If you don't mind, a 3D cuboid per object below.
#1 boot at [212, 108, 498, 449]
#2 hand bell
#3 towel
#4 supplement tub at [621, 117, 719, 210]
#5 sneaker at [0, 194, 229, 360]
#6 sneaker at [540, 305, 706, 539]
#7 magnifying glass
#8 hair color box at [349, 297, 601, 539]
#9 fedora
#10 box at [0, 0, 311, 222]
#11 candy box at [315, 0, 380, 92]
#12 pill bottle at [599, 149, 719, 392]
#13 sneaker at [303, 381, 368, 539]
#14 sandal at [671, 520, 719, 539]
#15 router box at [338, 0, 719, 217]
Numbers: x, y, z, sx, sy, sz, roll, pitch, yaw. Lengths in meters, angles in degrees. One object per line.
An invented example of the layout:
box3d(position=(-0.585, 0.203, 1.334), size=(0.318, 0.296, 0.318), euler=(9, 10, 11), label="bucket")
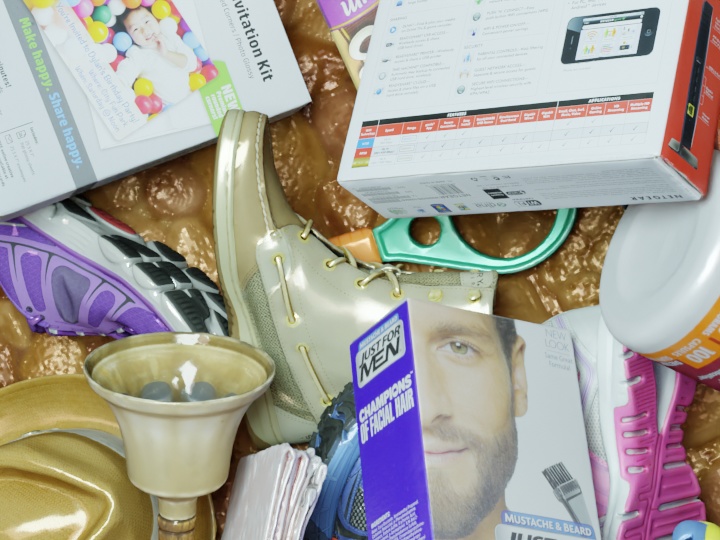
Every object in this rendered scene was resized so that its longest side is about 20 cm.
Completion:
box3d(position=(0.000, 0.000, 1.229), size=(0.155, 0.073, 0.200), euler=(-6, 104, 10), label="boot")
box3d(position=(-0.100, 0.145, 1.208), size=(0.104, 0.104, 0.200), euler=(6, 110, 12), label="hand bell")
box3d(position=(-0.060, 0.191, 1.175), size=(0.032, 0.200, 0.191), euler=(13, 82, -8), label="towel")
box3d(position=(0.242, -0.074, 1.199), size=(0.200, 0.107, 0.107), euler=(-3, 81, 11), label="supplement tub")
box3d(position=(-0.156, 0.013, 1.291), size=(0.200, 0.081, 0.084), euler=(32, 102, 23), label="sneaker")
box3d(position=(0.135, 0.110, 1.207), size=(0.088, 0.081, 0.200), euler=(-1, 86, 45), label="sneaker")
box3d(position=(0.030, -0.021, 1.269), size=(0.200, 0.022, 0.080), euler=(-18, 93, 13), label="magnifying glass")
box3d(position=(0.062, 0.122, 1.121), size=(0.109, 0.065, 0.200), euler=(12, 56, -30), label="hair color box")
box3d(position=(-0.187, 0.150, 1.259), size=(0.200, 0.082, 0.201), euler=(-2, 82, 10), label="fedora")
box3d(position=(-0.148, -0.133, 1.262), size=(0.200, 0.041, 0.156), euler=(-21, 91, -19), label="box")
box3d(position=(0.033, -0.169, 1.280), size=(0.117, 0.056, 0.200), euler=(-26, 79, 5), label="candy box")
box3d(position=(0.235, 0.024, 1.144), size=(0.200, 0.113, 0.113), euler=(24, 86, -21), label="pill bottle")
box3d(position=(0.001, 0.147, 1.217), size=(0.078, 0.075, 0.200), euler=(11, 112, -7), label="sneaker")
box3d(position=(0.147, 0.216, 1.125), size=(0.087, 0.080, 0.200), euler=(2, 52, 27), label="sandal")
box3d(position=(0.097, -0.123, 1.142), size=(0.200, 0.049, 0.180), euler=(-2, 65, 38), label="router box")
